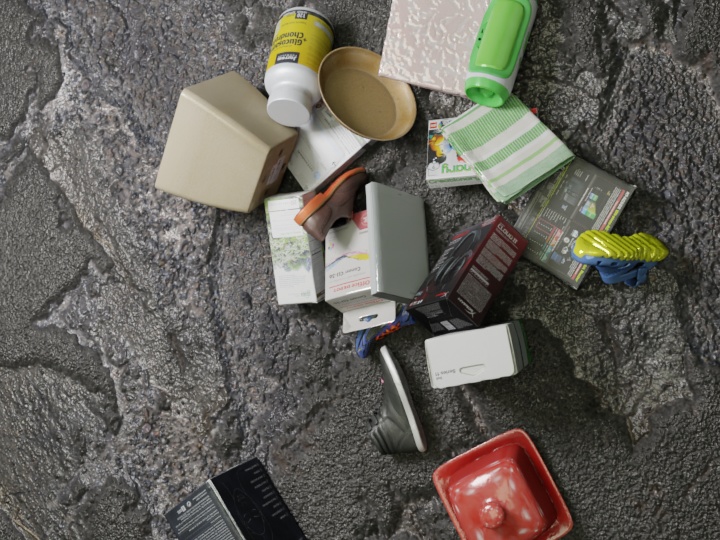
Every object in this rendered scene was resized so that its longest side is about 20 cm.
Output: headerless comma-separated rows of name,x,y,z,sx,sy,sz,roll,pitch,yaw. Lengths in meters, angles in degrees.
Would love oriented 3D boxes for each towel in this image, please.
towel,0.140,-0.426,1.548,0.188,0.032,0.204,13,93,3
towel,0.246,-0.218,1.469,0.151,0.023,0.201,-34,57,-2

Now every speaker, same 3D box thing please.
speaker,0.244,-0.390,1.486,0.087,0.088,0.203,16,79,17

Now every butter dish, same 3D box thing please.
butter dish,0.234,0.403,1.463,0.198,0.148,0.202,-30,80,14

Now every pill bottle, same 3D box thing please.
pill bottle,-0.114,-0.370,1.569,0.110,0.112,0.203,0,63,17

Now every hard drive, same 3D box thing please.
hard drive,0.067,-0.044,1.508,0.026,0.131,0.203,-24,62,44

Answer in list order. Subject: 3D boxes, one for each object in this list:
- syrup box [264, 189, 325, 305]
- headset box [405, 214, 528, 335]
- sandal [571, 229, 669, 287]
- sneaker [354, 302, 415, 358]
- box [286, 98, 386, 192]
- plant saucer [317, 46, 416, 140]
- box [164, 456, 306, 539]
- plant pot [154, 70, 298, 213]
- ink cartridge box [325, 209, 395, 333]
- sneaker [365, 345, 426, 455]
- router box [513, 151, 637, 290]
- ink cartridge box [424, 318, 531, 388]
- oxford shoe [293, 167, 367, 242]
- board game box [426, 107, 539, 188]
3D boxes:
syrup box,-0.117,-0.042,1.598,0.077,0.081,0.204,-5,100,18
headset box,0.183,0.003,1.443,0.077,0.148,0.201,39,68,-13
sandal,0.421,-0.013,1.409,0.080,0.197,0.088,55,131,46
sneaker,0.059,0.083,1.563,0.078,0.075,0.201,38,101,11
box,-0.065,-0.265,1.624,0.199,0.041,0.157,-39,78,12
plant saucer,0.007,-0.312,1.551,0.202,0.199,0.035,59,144,10
box,-0.223,0.477,1.577,0.123,0.200,0.198,-39,78,15
plant pot,-0.232,-0.220,1.576,0.175,0.200,0.202,29,119,9
ink cartridge box,0.000,0.000,1.539,0.115,0.067,0.203,-15,61,26
sneaker,0.045,0.245,1.564,0.098,0.071,0.203,-19,88,11
router box,0.360,-0.090,1.476,0.149,0.062,0.202,32,98,17
ink cartridge box,0.201,0.138,1.449,0.144,0.200,0.085,-12,86,16
oxford shoe,-0.039,-0.118,1.553,0.073,0.200,0.071,47,141,-1
board game box,0.216,-0.215,1.513,0.196,0.035,0.128,-4,63,17
